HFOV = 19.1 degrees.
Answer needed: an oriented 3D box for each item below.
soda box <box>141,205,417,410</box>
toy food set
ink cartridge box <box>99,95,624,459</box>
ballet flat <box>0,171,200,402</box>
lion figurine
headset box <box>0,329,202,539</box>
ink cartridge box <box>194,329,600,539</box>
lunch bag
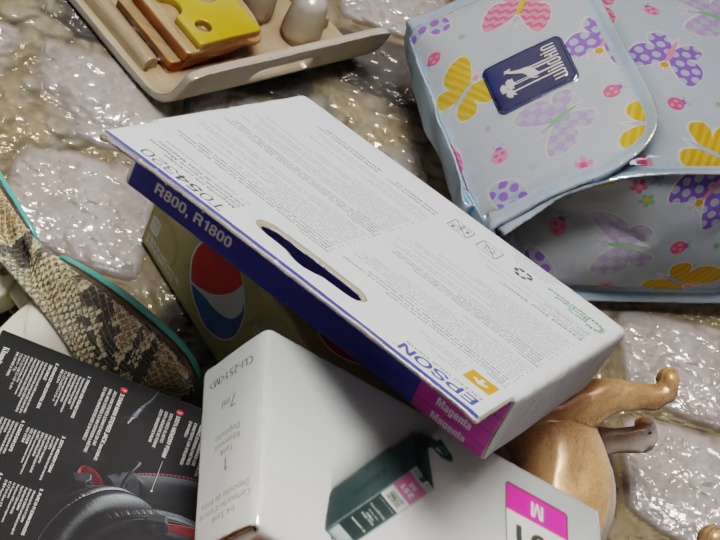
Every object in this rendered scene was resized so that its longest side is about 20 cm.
[{"bbox_3d":[-0.026,0.028,1.015,0.064,0.068,0.200,-11,53,-34],"label":"soda box"},{"bbox_3d":[-0.094,-0.181,1.197,0.143,0.061,0.200,-19,57,-38],"label":"toy food set"},{"bbox_3d":[0.000,0.000,0.923,0.196,0.043,0.200,37,22,14],"label":"ink cartridge box"},{"bbox_3d":[-0.160,0.010,0.982,0.075,0.068,0.200,-36,62,-22],"label":"ballet flat"},{"bbox_3d":[0.095,0.107,0.996,0.122,0.073,0.201,-1,52,-17],"label":"lion figurine"},{"bbox_3d":[-0.085,0.131,0.877,0.199,0.075,0.149,21,42,-5],"label":"headset box"},{"bbox_3d":[0.020,0.141,0.845,0.200,0.043,0.174,31,42,-33],"label":"ink cartridge box"},{"bbox_3d":[0.134,-0.077,1.159,0.199,0.128,0.170,0,45,-17],"label":"lunch bag"}]
